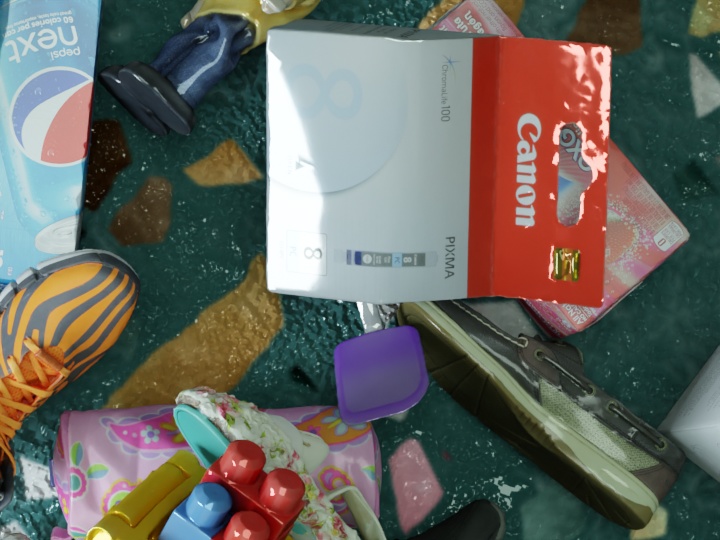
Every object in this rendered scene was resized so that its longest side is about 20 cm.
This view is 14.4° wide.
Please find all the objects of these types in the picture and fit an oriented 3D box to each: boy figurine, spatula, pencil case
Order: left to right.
[{"bbox_3d":[-0.087,0.122,1.716,0.200,0.087,0.088,-2,85,-5],"label":"pencil case"},{"bbox_3d":[-0.065,-0.169,1.724,0.064,0.124,0.200,44,75,-19],"label":"boy figurine"},{"bbox_3d":[0.000,0.000,1.734,0.056,0.021,0.200,-14,66,7],"label":"spatula"}]

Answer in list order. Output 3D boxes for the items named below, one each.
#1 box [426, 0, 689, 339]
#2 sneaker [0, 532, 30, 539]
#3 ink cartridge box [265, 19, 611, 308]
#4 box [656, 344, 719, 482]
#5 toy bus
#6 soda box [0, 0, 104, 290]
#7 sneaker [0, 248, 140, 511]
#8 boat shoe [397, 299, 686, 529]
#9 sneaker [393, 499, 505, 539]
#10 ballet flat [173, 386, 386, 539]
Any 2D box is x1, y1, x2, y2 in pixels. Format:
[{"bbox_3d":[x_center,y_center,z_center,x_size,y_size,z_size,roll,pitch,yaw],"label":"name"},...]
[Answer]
[{"bbox_3d":[0.096,-0.062,1.741,0.095,0.100,0.200,-40,90,-8],"label":"box"},{"bbox_3d":[-0.188,0.257,1.699,0.088,0.076,0.200,-25,85,-3],"label":"sneaker"},{"bbox_3d":[0.043,-0.058,1.662,0.200,0.047,0.160,6,105,21],"label":"ink cartridge box"},{"bbox_3d":[0.282,0.098,1.694,0.152,0.200,0.106,38,83,-2],"label":"box"},{"bbox_3d":[-0.071,0.195,1.597,0.200,0.136,0.192,39,124,8],"label":"toy bus"},{"bbox_3d":[-0.195,-0.087,1.730,0.064,0.068,0.200,5,84,-5],"label":"soda box"},{"bbox_3d":[-0.202,0.079,1.666,0.200,0.112,0.078,-41,121,17],"label":"sneaker"},{"bbox_3d":[0.112,0.074,1.750,0.201,0.072,0.066,41,69,3],"label":"boat shoe"},{"bbox_3d":[0.000,0.196,1.722,0.200,0.075,0.079,-39,87,-8],"label":"sneaker"},{"bbox_3d":[-0.034,0.135,1.654,0.064,0.076,0.200,-42,110,-25],"label":"ballet flat"}]
